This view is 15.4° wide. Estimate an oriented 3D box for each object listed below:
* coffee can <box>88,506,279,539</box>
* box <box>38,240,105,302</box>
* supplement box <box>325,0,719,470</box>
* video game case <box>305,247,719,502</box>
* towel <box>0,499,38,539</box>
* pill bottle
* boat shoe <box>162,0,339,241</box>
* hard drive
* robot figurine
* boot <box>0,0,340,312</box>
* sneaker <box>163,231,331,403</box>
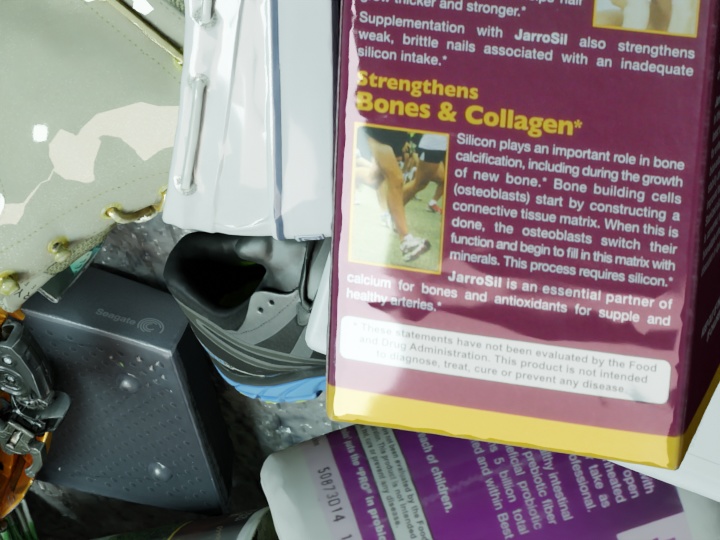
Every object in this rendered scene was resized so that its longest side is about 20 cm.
[{"bbox_3d":[-0.108,0.189,1.173,0.199,0.147,0.147,-12,133,21],"label":"coffee can"},{"bbox_3d":[-0.192,-0.070,1.000,0.200,0.036,0.144,38,177,-19],"label":"box"},{"bbox_3d":[0.055,-0.055,0.781,0.110,0.086,0.201,7,108,14],"label":"supplement box"},{"bbox_3d":[0.093,-0.037,0.836,0.181,0.023,0.201,20,111,8],"label":"video game case"},{"bbox_3d":[-0.169,0.219,1.333,0.153,0.023,0.201,-45,63,54],"label":"towel"},{"bbox_3d":[0.073,0.089,0.964,0.199,0.113,0.113,-19,138,-3],"label":"pill bottle"},{"bbox_3d":[-0.040,-0.104,0.816,0.065,0.074,0.201,-1,106,2],"label":"boat shoe"},{"bbox_3d":[-0.154,0.040,1.175,0.199,0.042,0.135,12,144,20],"label":"hard drive"},{"bbox_3d":[-0.187,0.043,1.110,0.144,0.058,0.200,24,147,3],"label":"robot figurine"},{"bbox_3d":[-0.060,-0.032,0.911,0.154,0.072,0.200,-39,101,11],"label":"boot"},{"bbox_3d":[0.000,0.000,0.995,0.199,0.071,0.083,-13,130,44],"label":"sneaker"}]
